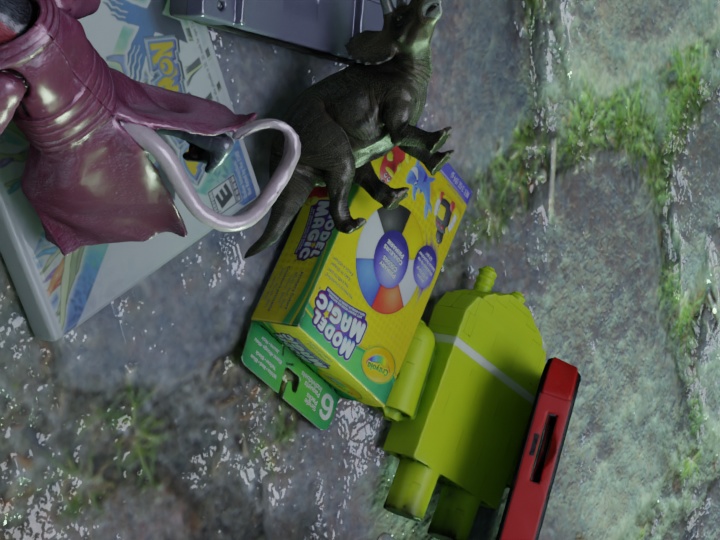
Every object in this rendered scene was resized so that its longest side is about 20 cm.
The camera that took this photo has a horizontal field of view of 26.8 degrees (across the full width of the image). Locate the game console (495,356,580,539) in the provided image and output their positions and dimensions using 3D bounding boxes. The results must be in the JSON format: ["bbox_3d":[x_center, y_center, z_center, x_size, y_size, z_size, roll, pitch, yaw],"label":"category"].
[{"bbox_3d":[0.124,0.175,1.136,0.177,0.031,0.201,80,27,-74],"label":"game console"}]

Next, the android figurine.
[{"bbox_3d":[0.079,0.098,1.129,0.182,0.041,0.201,35,69,-46],"label":"android figurine"}]

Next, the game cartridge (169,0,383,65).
[{"bbox_3d":[-0.041,-0.205,0.941,0.199,0.038,0.131,3,96,-57],"label":"game cartridge"}]

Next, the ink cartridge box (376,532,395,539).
[{"bbox_3d":[-0.013,0.293,1.009,0.176,0.083,0.201,53,55,-37],"label":"ink cartridge box"}]

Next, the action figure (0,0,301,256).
[{"bbox_3d":[-0.146,-0.078,0.739,0.135,0.148,0.200,-62,148,-16],"label":"action figure"}]

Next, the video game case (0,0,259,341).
[{"bbox_3d":[-0.147,-0.092,0.853,0.182,0.022,0.201,-39,123,-40],"label":"video game case"}]

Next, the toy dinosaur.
[{"bbox_3d":[-0.006,-0.088,0.958,0.200,0.102,0.077,-44,168,9],"label":"toy dinosaur"}]

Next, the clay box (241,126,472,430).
[{"bbox_3d":[0.000,0.000,1.018,0.115,0.047,0.201,44,60,-45],"label":"clay box"}]
